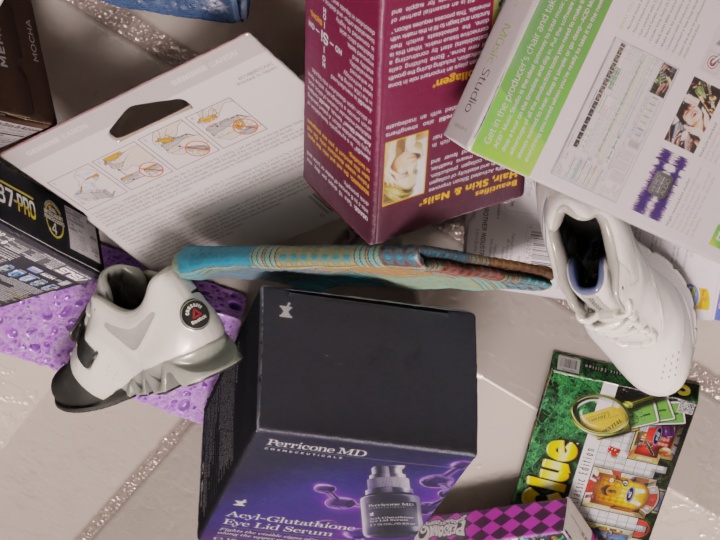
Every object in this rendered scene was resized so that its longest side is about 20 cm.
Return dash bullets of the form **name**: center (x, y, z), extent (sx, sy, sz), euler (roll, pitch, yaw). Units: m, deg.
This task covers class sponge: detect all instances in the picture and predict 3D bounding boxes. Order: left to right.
- **sponge**: center (-0.186, 0.031, 1.482), extent (0.199, 0.030, 0.112), euler (19, 132, -4)

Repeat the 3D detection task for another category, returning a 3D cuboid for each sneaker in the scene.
- **sneaker**: center (-0.154, 0.040, 1.412), extent (0.200, 0.074, 0.089), euler (-19, 97, 52)
- **sneaker**: center (0.149, 0.008, 1.296), extent (0.074, 0.087, 0.200), euler (-16, 125, 24)

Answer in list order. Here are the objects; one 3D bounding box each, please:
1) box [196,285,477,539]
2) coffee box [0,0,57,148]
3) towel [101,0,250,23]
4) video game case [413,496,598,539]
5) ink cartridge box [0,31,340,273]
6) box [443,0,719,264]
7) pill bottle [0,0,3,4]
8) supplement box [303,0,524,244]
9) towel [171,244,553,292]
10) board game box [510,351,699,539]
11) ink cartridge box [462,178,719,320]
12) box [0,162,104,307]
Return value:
- **box**: center (-0.019, 0.106, 1.407), extent (0.147, 0.105, 0.200), euler (7, 151, -12)
- **coffee box**: center (-0.296, -0.114, 1.313), extent (0.199, 0.114, 0.080), euler (-20, 167, 27)
- **towel**: center (-0.110, -0.235, 1.217), extent (0.111, 0.049, 0.201), euler (8, 132, 1)
- **video game case**: center (0.099, 0.243, 1.575), extent (0.199, 0.036, 0.182), euler (-12, 134, 28)
- **ink cartridge box**: center (-0.093, -0.078, 1.329), extent (0.199, 0.045, 0.176), euler (-22, 138, 28)
- **box**: center (0.158, -0.102, 1.197), extent (0.199, 0.036, 0.145), euler (22, 97, -32)
- **pill bottle**: center (-0.232, -0.203, 1.174), extent (0.112, 0.201, 0.113), euler (7, 132, 7)
- **supplement box**: center (0.033, -0.129, 1.213), extent (0.110, 0.086, 0.201), euler (-19, 131, -26)
- **towel**: center (0.000, 0.000, 1.318), extent (0.199, 0.022, 0.146), euler (0, 176, 40)
- **board game box**: center (0.166, 0.145, 1.507), extent (0.104, 0.024, 0.201), euler (14, 132, 4)
- **ink cartridge box**: center (0.166, -0.032, 1.341), extent (0.199, 0.042, 0.120), euler (10, 131, 8)
- **box**: center (-0.278, -0.019, 1.340), extent (0.160, 0.049, 0.200), euler (-18, 160, 17)
